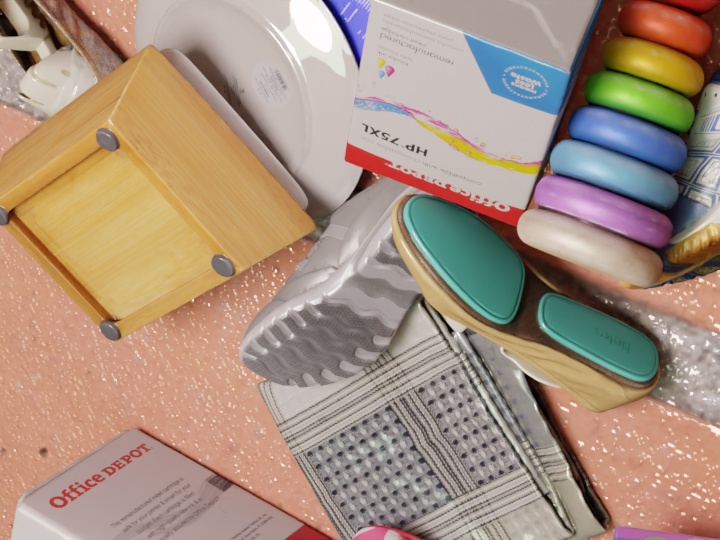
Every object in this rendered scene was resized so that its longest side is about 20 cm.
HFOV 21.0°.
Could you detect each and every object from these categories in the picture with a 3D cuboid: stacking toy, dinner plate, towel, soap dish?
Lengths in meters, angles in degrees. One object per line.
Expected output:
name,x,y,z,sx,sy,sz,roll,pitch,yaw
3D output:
stacking toy,0.159,-0.097,1.083,0.085,0.085,0.201,21,91,23
dinner plate,-0.078,-0.118,1.256,0.199,0.024,0.201,23,130,30
towel,0.043,0.122,1.291,0.199,0.034,0.193,-29,91,34
soap dish,-0.144,-0.043,1.275,0.157,0.081,0.200,48,140,-13

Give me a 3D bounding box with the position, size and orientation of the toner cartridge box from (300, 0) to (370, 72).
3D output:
toner cartridge box,0.033,-0.223,1.167,0.095,0.043,0.200,48,124,8

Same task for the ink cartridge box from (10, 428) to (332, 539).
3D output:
ink cartridge box,-0.128,0.210,1.358,0.199,0.144,0.084,28,119,20

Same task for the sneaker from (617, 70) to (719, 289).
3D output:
sneaker,0.215,-0.065,1.111,0.200,0.075,0.089,-39,69,33

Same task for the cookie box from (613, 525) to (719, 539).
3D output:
cookie box,0.223,0.268,1.182,0.170,0.075,0.201,7,113,6

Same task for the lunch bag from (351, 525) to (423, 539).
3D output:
lunch bag,0.054,0.280,1.305,0.199,0.082,0.177,24,130,14

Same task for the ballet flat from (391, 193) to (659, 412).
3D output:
ballet flat,0.089,0.028,1.179,0.199,0.069,0.063,34,139,-12

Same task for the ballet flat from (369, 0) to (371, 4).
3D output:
ballet flat,-0.009,-0.190,1.144,0.199,0.068,0.073,13,134,25

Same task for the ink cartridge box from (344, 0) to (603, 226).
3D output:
ink cartridge box,0.059,-0.099,1.114,0.115,0.068,0.200,21,150,6

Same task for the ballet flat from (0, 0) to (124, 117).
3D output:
ballet flat,-0.220,-0.151,1.329,0.200,0.067,0.068,51,127,5

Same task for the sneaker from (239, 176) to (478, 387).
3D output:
sneaker,0.000,0.000,1.249,0.075,0.082,0.200,35,118,-29
